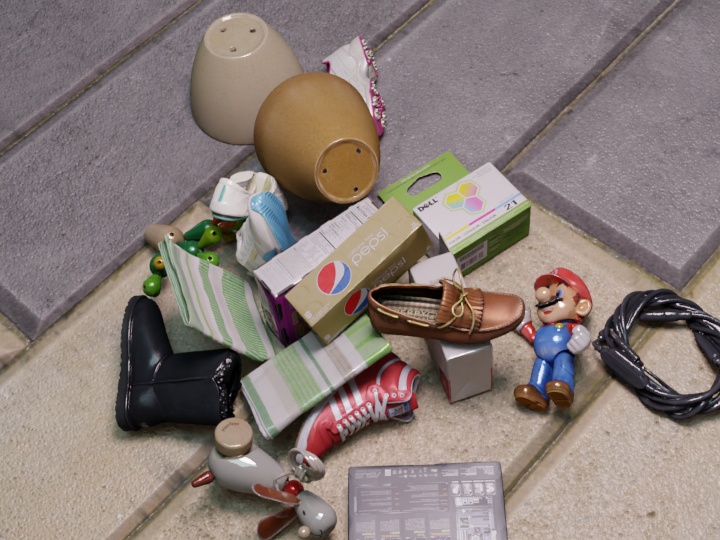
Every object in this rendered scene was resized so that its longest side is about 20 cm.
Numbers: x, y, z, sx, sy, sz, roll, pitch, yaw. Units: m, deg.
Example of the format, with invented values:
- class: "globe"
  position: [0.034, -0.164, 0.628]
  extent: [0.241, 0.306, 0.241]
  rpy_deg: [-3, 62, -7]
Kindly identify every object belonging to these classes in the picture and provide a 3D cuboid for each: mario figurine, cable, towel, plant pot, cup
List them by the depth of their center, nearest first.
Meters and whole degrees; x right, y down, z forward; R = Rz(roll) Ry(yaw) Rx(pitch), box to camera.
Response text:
- class: "towel"
  position: [-0.060, 0.133, 1.510]
  extent: [0.199, 0.031, 0.149]
  rpy_deg: [-34, 29, -3]
- class: "mario figurine"
  position: [0.250, 0.080, 1.528]
  extent: [0.122, 0.106, 0.202]
  rpy_deg: [7, 58, 13]
- class: "cable"
  position: [0.422, 0.111, 1.528]
  extent: [0.163, 0.051, 0.199]
  rpy_deg: [-37, 57, -24]
- class: "towel"
  position: [-0.191, 0.044, 1.548]
  extent: [0.023, 0.200, 0.153]
  rpy_deg: [-34, 55, 15]
- class: "plant pot"
  position: [-0.043, -0.172, 1.634]
  extent: [0.185, 0.188, 0.200]
  rpy_deg: [-21, 26, -9]
- class: "cup"
  position: [-0.188, -0.326, 1.827]
  extent: [0.198, 0.144, 0.202]
  rpy_deg: [-3, 55, 4]

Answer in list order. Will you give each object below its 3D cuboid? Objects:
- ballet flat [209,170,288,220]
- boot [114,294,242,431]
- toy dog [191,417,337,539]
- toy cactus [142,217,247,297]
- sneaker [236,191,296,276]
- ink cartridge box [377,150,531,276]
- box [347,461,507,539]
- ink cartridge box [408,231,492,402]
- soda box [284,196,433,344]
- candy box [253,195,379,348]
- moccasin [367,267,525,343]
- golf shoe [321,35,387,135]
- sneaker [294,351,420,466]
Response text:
- class: "ballet flat"
  position: [-0.153, -0.111, 1.652]
  extent: [0.069, 0.200, 0.070]
  rpy_deg: [2, 97, 21]
- class: "boot"
  position: [-0.241, 0.122, 1.552]
  extent: [0.166, 0.077, 0.202]
  rpy_deg: [-7, 61, 13]
- class: "toy dog"
  position: [-0.132, 0.275, 1.426]
  extent: [0.199, 0.133, 0.096]
  rpy_deg: [18, 45, 38]
- class: "toy cactus"
  position: [-0.253, -0.029, 1.676]
  extent: [0.164, 0.103, 0.200]
  rpy_deg: [22, 61, 41]
- class: "sneaker"
  position: [-0.138, -0.041, 1.592]
  extent: [0.080, 0.201, 0.077]
  rpy_deg: [-4, 62, 5]
- class: "ink cartridge box"
  position: [0.134, -0.103, 1.681]
  extent: [0.147, 0.076, 0.200]
  rpy_deg: [-31, 60, -15]
- class: "box"
  position: [0.083, 0.322, 1.410]
  extent: [0.197, 0.051, 0.159]
  rpy_deg: [-3, 55, 2]
- class: "ink cartridge box"
  position: [0.115, 0.061, 1.546]
  extent: [0.067, 0.117, 0.201]
  rpy_deg: [-16, 54, -5]
- class: "soda box"
  position: [0.000, 0.000, 1.514]
  extent: [0.200, 0.064, 0.068]
  rpy_deg: [-43, 57, -3]
- class: "candy box"
  position: [-0.047, 0.003, 1.590]
  extent: [0.199, 0.137, 0.061]
  rpy_deg: [-33, 59, -17]
- class: "moccasin"
  position: [0.108, 0.044, 1.439]
  extent: [0.199, 0.078, 0.074]
  rpy_deg: [7, 57, 12]
- class: "golf shoe"
  position: [-0.010, -0.285, 1.834]
  extent: [0.091, 0.075, 0.202]
  rpy_deg: [-19, 52, 11]
- class: "sneaker"
  position: [0.003, 0.191, 1.497]
  extent: [0.112, 0.071, 0.201]
  rpy_deg: [27, 66, 19]
